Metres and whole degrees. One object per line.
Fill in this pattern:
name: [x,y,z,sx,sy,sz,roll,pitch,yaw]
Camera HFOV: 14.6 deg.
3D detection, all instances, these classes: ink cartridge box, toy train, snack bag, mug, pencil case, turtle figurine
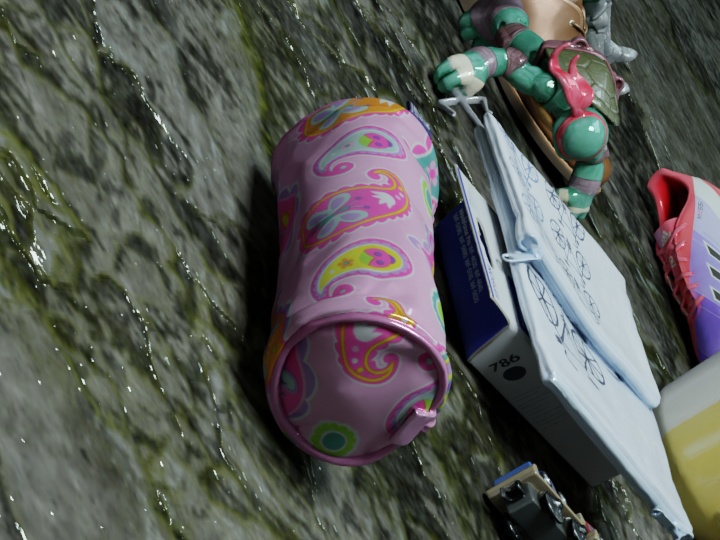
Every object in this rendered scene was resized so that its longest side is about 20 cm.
ink cartridge box: [0.092,0.033,1.573,0.200,0.039,0.100,48,23,-46]
toy train: [0.122,0.157,1.486,0.200,0.034,0.046,48,19,-43]
snack bag: [0.127,0.033,1.579,0.189,0.021,0.200,49,21,-43]
mug: [0.260,0.106,1.770,0.150,0.153,0.187,64,17,0]
pencil case: [0.000,0.000,1.262,0.088,0.087,0.200,55,18,-26]
turtle figurine: [0.117,-0.101,1.761,0.150,0.100,0.200,55,13,-25]

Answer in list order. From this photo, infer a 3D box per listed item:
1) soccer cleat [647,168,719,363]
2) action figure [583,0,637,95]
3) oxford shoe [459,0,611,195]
soccer cleat: [0.248,0.001,2.073,0.073,0.068,0.200,30,34,-20]
action figure: [0.161,-0.219,1.996,0.118,0.054,0.200,-76,158,-47]
oxford shoe: [0.127,-0.145,1.893,0.201,0.071,0.071,64,15,-5]
